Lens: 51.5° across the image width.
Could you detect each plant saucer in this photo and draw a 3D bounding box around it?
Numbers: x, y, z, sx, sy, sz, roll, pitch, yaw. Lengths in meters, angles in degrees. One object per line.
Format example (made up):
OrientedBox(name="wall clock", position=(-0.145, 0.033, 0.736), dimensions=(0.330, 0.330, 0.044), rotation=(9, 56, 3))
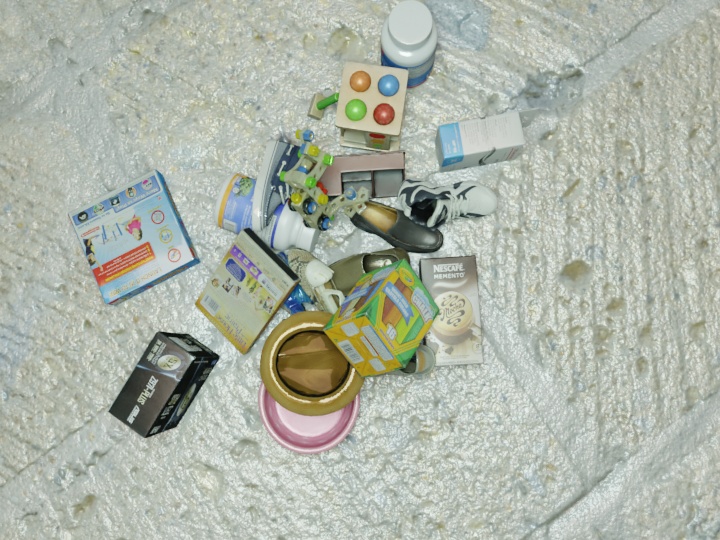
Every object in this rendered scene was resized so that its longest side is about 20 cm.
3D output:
OrientedBox(name="plant saucer", position=(-0.097, 0.248, 1.442), dimensions=(0.195, 0.051, 0.206), rotation=(0, 84, 3))

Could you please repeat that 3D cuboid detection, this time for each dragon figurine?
OrientedBox(name="dragon figurine", position=(-0.122, 0.057, 1.458), dimensions=(0.099, 0.059, 0.201), rotation=(-41, 83, -2))

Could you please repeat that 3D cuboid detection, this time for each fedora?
OrientedBox(name="fedora", position=(-0.087, 0.171, 1.384), dimensions=(0.195, 0.082, 0.206), rotation=(1, 84, -6))

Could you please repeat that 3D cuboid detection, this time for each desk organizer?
OrientedBox(name="desk organizer", position=(-0.007, -0.184, 1.474), dimensions=(0.195, 0.072, 0.079), rotation=(-4, 86, 2))

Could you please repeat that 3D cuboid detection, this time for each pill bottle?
OrientedBox(name="pill bottle", position=(-0.175, -0.106, 1.451), dimensions=(0.196, 0.112, 0.114), rotation=(20, 85, 4))
OrientedBox(name="pill bottle", position=(0.092, -0.434, 1.431), dimensions=(0.109, 0.200, 0.115), rotation=(0, 83, 2))

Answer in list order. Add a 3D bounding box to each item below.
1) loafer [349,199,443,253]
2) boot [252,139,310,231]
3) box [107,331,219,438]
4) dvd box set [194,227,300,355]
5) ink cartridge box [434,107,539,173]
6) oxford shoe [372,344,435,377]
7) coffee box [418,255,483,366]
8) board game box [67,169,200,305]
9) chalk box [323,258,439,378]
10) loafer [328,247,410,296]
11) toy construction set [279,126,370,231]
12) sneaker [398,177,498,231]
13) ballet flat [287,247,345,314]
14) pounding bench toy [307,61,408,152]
OrientedBox(name="loafer", position=(0.069, -0.086, 1.459), dimensions=(0.196, 0.072, 0.074), rotation=(17, 84, 3))
OrientedBox(name="boot", position=(-0.142, -0.157, 1.376), dimensions=(0.088, 0.073, 0.204), rotation=(8, 60, 1))
OrientedBox(name="box", position=(-0.356, 0.206, 1.380), dimensions=(0.085, 0.200, 0.166), rotation=(32, 86, 5))
OrientedBox(name="dvd box set", position=(-0.219, 0.041, 1.427), dimensions=(0.146, 0.029, 0.201), rotation=(42, 116, 11))
OrientedBox(name="ink cartridge box", position=(0.248, -0.251, 1.448), dimensions=(0.195, 0.116, 0.068), rotation=(-10, 83, 1))
OrientedBox(name="oxford shoe", position=(0.046, 0.165, 1.407), dimensions=(0.196, 0.057, 0.077), rotation=(-2, 86, 34))
OrientedBox(name="coffee box", position=(0.172, 0.079, 1.435), dimensions=(0.110, 0.080, 0.205), rotation=(-4, 84, 2))
OrientedBox(name="board game box", position=(-0.448, -0.064, 1.484), dimensions=(0.197, 0.056, 0.199), rotation=(-25, 84, -1))
OrientedBox(name="chalk box", position=(0.050, 0.072, 1.343), dimensions=(0.126, 0.123, 0.201), rotation=(51, 49, -17))
OrientedBox(name="loafer", position=(0.000, 0.000, 1.450), dimensions=(0.196, 0.067, 0.078), rotation=(-22, 83, 6))
OrientedBox(name="toy construction set", position=(-0.070, -0.151, 1.359), dimensions=(0.091, 0.199, 0.133), rotation=(8, 68, 43))
OrientedBox(name="sneaker", position=(0.168, -0.117, 1.418), dimensions=(0.194, 0.130, 0.081), rotation=(12, 121, -3))
OrientedBox(name="ballet flat", position=(-0.063, 0.041, 1.407), dimensions=(0.067, 0.075, 0.203), rotation=(-36, 104, -35))
OrientedBox(name="pounding bench toy", position=(-0.013, -0.319, 1.445), dimensions=(0.195, 0.156, 0.127), rotation=(9, 84, 3))
